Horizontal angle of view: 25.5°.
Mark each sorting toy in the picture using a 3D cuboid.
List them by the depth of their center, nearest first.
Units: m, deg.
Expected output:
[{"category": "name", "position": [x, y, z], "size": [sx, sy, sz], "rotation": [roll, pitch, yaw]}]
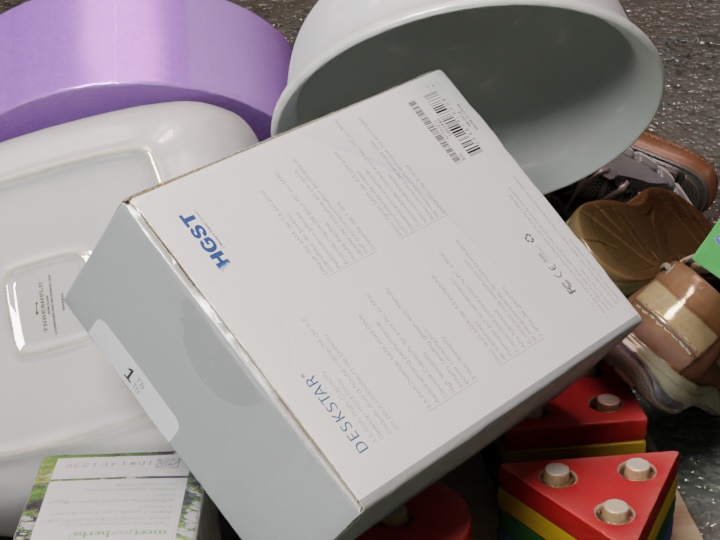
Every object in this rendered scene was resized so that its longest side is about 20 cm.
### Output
[{"category": "sorting toy", "position": [0.061, 0.111, 0.747], "size": [0.200, 0.070, 0.199], "rotation": [-4, 26, -6]}]

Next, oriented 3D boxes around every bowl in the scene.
[{"category": "bowl", "position": [-0.134, 0.019, 0.763], "size": [0.200, 0.200, 0.075], "rotation": [-14, -12, 11]}, {"category": "bowl", "position": [0.049, -0.113, 0.816], "size": [0.201, 0.201, 0.090], "rotation": [-5, 64, -7]}]

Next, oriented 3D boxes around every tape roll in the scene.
[{"category": "tape roll", "position": [-0.127, -0.072, 0.885], "size": [0.200, 0.200, 0.066], "rotation": [-3, 62, -4]}]

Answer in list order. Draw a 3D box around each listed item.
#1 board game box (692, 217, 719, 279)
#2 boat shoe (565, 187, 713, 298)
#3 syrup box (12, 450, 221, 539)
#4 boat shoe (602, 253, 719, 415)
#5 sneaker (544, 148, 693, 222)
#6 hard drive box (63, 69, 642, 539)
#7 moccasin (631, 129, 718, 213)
[{"category": "board game box", "position": [0.267, 0.032, 0.808], "size": [0.200, 0.029, 0.135], "rotation": [37, 19, 12]}, {"category": "boat shoe", "position": [0.161, -0.004, 0.940], "size": [0.200, 0.063, 0.073], "rotation": [1, 51, -52]}, {"category": "syrup box", "position": [-0.104, 0.158, 0.643], "size": [0.079, 0.082, 0.200], "rotation": [-2, 26, 2]}, {"category": "boat shoe", "position": [0.183, 0.030, 0.841], "size": [0.076, 0.072, 0.200], "rotation": [42, 14, 14]}, {"category": "sneaker", "position": [0.124, -0.053, 1.000], "size": [0.200, 0.075, 0.116], "rotation": [39, 29, -1]}, {"category": "hard drive box", "position": [0.002, 0.016, 0.691], "size": [0.200, 0.077, 0.156], "rotation": [-27, 74, -43]}, {"category": "moccasin", "position": [0.171, -0.081, 1.146], "size": [0.078, 0.074, 0.201], "rotation": [-33, 29, -35]}]
